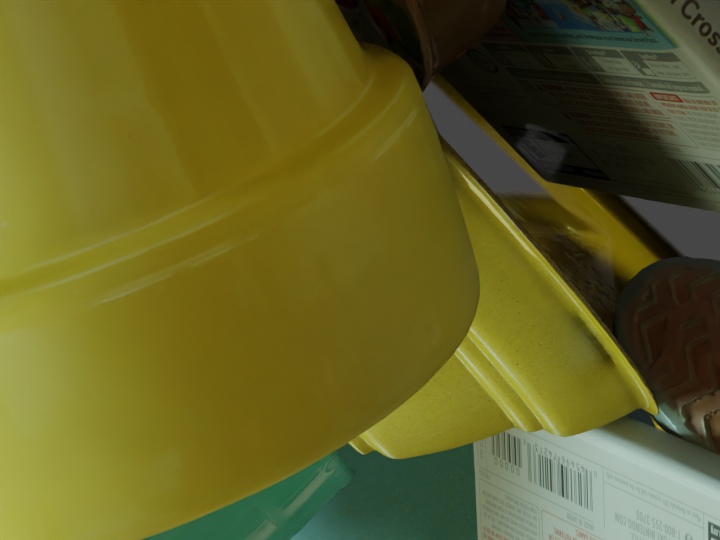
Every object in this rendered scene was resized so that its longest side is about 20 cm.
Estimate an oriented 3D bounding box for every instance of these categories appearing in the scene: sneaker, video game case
[{"bbox_3d":[0.169,0.073,0.802,0.200,0.071,0.080,36,166,12],"label":"sneaker"},{"bbox_3d":[0.046,-0.085,0.699,0.182,0.022,0.200,43,171,-20],"label":"video game case"},{"bbox_3d":[0.105,0.144,0.789,0.200,0.023,0.183,21,119,54],"label":"video game case"}]

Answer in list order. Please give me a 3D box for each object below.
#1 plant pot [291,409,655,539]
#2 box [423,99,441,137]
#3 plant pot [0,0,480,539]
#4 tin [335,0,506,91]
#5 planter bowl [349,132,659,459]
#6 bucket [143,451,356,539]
[{"bbox_3d":[0.073,0.140,0.972,0.141,0.141,0.201,23,-147,-56],"label":"plant pot"},{"bbox_3d":[-0.071,-0.061,0.981,0.200,0.113,0.101,33,168,25],"label":"box"},{"bbox_3d":[-0.090,-0.051,0.583,0.201,0.200,0.190,20,131,64],"label":"plant pot"},{"bbox_3d":[-0.031,-0.136,0.614,0.200,0.042,0.112,55,171,-16],"label":"tin"},{"bbox_3d":[0.000,0.000,0.758,0.200,0.083,0.200,47,179,1],"label":"planter bowl"},{"bbox_3d":[-0.108,0.047,0.819,0.207,0.135,0.207,49,177,4],"label":"bucket"}]
